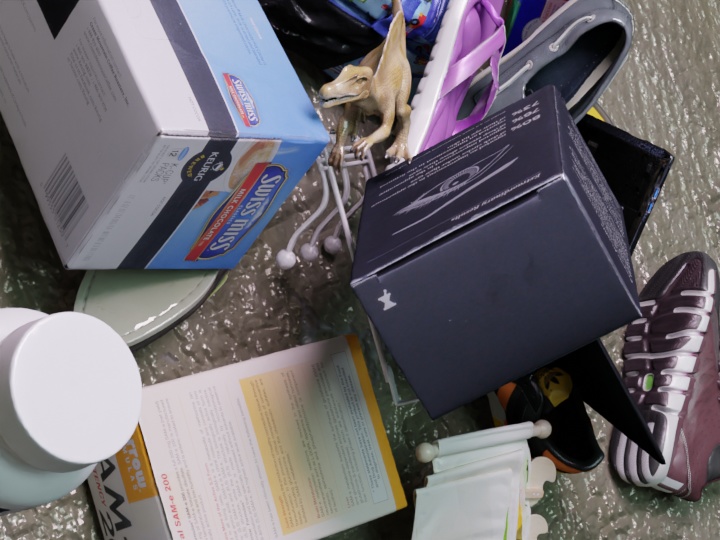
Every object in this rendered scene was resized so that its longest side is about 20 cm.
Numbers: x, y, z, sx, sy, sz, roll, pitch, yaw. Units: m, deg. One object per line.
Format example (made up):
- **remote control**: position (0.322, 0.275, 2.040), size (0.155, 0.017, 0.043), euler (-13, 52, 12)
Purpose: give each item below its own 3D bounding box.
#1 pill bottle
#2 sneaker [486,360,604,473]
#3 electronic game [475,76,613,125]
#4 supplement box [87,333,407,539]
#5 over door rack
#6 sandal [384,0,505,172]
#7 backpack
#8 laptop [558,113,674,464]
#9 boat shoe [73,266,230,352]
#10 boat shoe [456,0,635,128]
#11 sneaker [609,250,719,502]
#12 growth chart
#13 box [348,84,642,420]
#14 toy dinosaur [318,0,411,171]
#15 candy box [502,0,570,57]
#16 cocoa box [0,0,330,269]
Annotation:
- **pill bottle**: position (-0.211, 0.083, 1.126), size (0.111, 0.200, 0.111), euler (13, 69, -37)
- **sneaker**: position (0.118, 0.063, 1.462), size (0.070, 0.090, 0.200), euler (-37, 112, -21)
- **electronic game**: position (0.120, -0.053, 1.517), size (0.200, 0.042, 0.201), euler (-3, 96, -28)
- **supplement box**: position (-0.077, 0.125, 1.310), size (0.200, 0.073, 0.126), euler (-12, 84, -43)
- **over door rack**: position (0.000, 0.000, 1.371), size (0.200, 0.066, 0.148), euler (63, 14, 1)
- **sandal**: position (0.073, -0.126, 1.396), size (0.082, 0.050, 0.203), euler (48, 62, -71)
- **backpack**: position (0.023, -0.219, 1.462), size (0.200, 0.134, 0.183), euler (32, 59, -32)
- **laptop**: position (0.181, 0.007, 1.428), size (0.103, 0.177, 0.200), euler (20, 98, -22)
- **boat shoe**: position (-0.120, -0.005, 1.318), size (0.072, 0.061, 0.201), euler (30, 52, 11)
- **boat shoe**: position (0.119, -0.117, 1.431), size (0.073, 0.200, 0.062), euler (41, 11, -17)
- **sneaker**: position (0.269, 0.093, 1.624), size (0.115, 0.076, 0.200), euler (31, 69, -36)
- **growth chart**: position (0.076, 0.202, 1.406), size (0.144, 0.018, 0.201), euler (4, 98, -42)
- **box**: position (0.084, -0.016, 1.256), size (0.104, 0.148, 0.200), euler (59, 15, -17)
- **toy dinosaur**: position (0.016, -0.124, 1.292), size (0.058, 0.101, 0.200), euler (14, 29, 5)
- **candy box**: position (0.167, -0.246, 1.561), size (0.077, 0.169, 0.200), euler (18, 62, 0)
- **cocoa box**: position (-0.135, -0.116, 1.254), size (0.131, 0.133, 0.200), euler (0, 52, -41)
